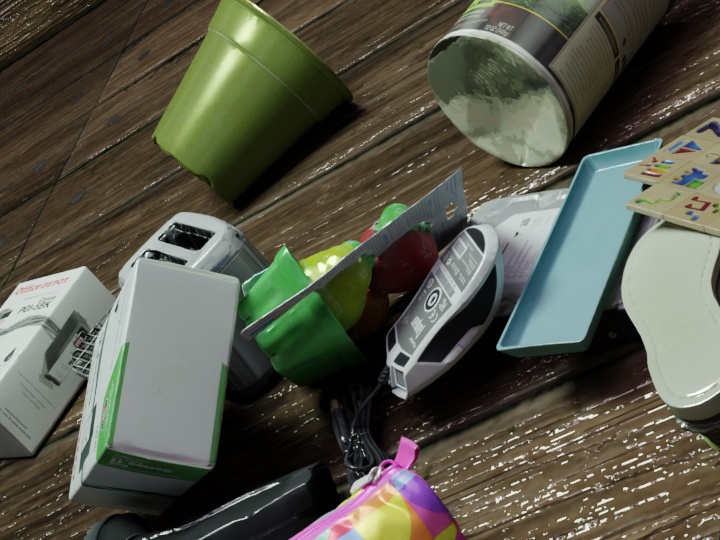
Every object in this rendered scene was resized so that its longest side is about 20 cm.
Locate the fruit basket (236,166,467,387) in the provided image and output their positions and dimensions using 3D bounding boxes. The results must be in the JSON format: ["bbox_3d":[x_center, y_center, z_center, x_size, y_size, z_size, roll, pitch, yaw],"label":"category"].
[{"bbox_3d":[0.000,0.000,0.927,0.200,0.094,0.185,-43,-13,-2],"label":"fruit basket"}]

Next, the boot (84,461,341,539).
[{"bbox_3d":[-0.108,0.188,0.860,0.198,0.066,0.165,-29,11,7],"label":"boot"}]

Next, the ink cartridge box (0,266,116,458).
[{"bbox_3d":[-0.365,0.101,1.291,0.145,0.083,0.201,-12,37,42],"label":"ink cartridge box"}]

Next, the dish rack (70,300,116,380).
[{"bbox_3d":[-0.210,0.043,1.228,0.152,0.055,0.201,4,51,55],"label":"dish rack"}]

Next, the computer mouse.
[{"bbox_3d":[0.049,0.059,0.853,0.201,0.044,0.110,-54,22,14],"label":"computer mouse"}]

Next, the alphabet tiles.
[{"bbox_3d":[0.278,-0.063,0.771,0.165,0.006,0.199,-30,31,-26],"label":"alphabet tiles"}]

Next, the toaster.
[{"bbox_3d":[-0.132,0.028,1.070,0.114,0.130,0.199,-47,28,-16],"label":"toaster"}]

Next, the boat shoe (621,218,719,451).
[{"bbox_3d":[0.208,0.034,0.723,0.072,0.060,0.203,-34,23,24],"label":"boat shoe"}]

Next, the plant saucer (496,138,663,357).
[{"bbox_3d":[0.158,-0.016,0.826,0.069,0.019,0.201,-10,39,42],"label":"plant saucer"}]

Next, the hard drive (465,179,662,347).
[{"bbox_3d":[0.145,-0.006,0.887,0.198,0.038,0.140,-7,41,47],"label":"hard drive"}]

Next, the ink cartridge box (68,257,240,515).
[{"bbox_3d":[-0.164,0.098,0.919,0.200,0.082,0.149,134,145,-60],"label":"ink cartridge box"}]

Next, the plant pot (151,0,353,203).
[{"bbox_3d":[-0.141,-0.189,1.382,0.191,0.199,0.200,-52,28,0],"label":"plant pot"}]

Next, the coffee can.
[{"bbox_3d":[0.173,-0.214,1.049,0.145,0.147,0.201,4,49,52],"label":"coffee can"}]

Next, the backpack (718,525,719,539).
[{"bbox_3d":[0.267,0.090,0.496,0.198,0.126,0.169,-10,50,41],"label":"backpack"}]

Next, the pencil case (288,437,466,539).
[{"bbox_3d":[-0.027,0.194,0.714,0.199,0.089,0.088,-37,26,-14],"label":"pencil case"}]
